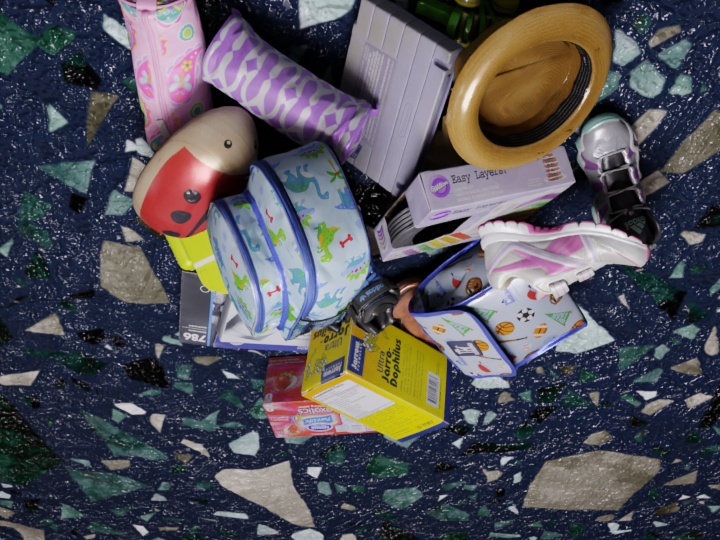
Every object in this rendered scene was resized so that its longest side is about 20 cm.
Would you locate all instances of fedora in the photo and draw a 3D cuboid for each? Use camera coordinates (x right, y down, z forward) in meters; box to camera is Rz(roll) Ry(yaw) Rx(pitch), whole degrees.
[{"bbox_3d":[0.162,-0.198,0.797,0.197,0.082,0.203,-19,139,-18],"label":"fedora"}]

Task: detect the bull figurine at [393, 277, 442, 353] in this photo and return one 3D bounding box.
[{"bbox_3d":[0.083,0.084,1.172,0.119,0.066,0.201,-12,134,16],"label":"bull figurine"}]

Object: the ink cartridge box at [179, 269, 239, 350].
[{"bbox_3d":[-0.225,0.065,1.186,0.097,0.040,0.202,8,136,-7],"label":"ink cartridge box"}]

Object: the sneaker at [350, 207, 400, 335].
[{"bbox_3d":[0.001,-0.001,0.983,0.076,0.111,0.202,-29,139,-19],"label":"sneaker"}]

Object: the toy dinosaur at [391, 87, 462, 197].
[{"bbox_3d":[0.081,-0.147,0.910,0.198,0.058,0.103,-16,92,44],"label":"toy dinosaur"}]

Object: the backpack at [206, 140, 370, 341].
[{"bbox_3d":[-0.079,-0.026,0.838,0.145,0.186,0.200,-20,166,-24],"label":"backpack"}]

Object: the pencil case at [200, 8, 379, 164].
[{"bbox_3d":[-0.076,-0.195,0.847,0.198,0.086,0.084,32,175,-6],"label":"pencil case"}]

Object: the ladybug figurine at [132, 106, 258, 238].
[{"bbox_3d":[-0.184,-0.102,0.890,0.135,0.073,0.200,-15,158,-49],"label":"ladybug figurine"}]

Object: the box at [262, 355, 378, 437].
[{"bbox_3d":[-0.053,0.203,1.275,0.196,0.097,0.101,-5,135,8],"label":"box"}]

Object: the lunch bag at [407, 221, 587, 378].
[{"bbox_3d":[0.186,0.053,1.079,0.198,0.125,0.170,-32,125,16],"label":"lunch bag"}]

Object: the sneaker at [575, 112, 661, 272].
[{"bbox_3d":[0.324,-0.082,0.940,0.077,0.141,0.201,-21,133,12],"label":"sneaker"}]

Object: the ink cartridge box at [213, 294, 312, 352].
[{"bbox_3d":[-0.107,0.070,1.152,0.196,0.041,0.202,5,135,-20],"label":"ink cartridge box"}]

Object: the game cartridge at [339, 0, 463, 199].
[{"bbox_3d":[0.033,-0.192,0.875,0.129,0.038,0.202,41,139,22],"label":"game cartridge"}]

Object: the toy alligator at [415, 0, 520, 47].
[{"bbox_3d":[0.156,-0.259,0.834,0.196,0.055,0.060,8,136,-6],"label":"toy alligator"}]

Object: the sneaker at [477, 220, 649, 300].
[{"bbox_3d":[0.236,-0.009,0.914,0.196,0.090,0.081,2,176,22],"label":"sneaker"}]

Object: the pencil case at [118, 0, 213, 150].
[{"bbox_3d":[-0.212,-0.222,0.864,0.085,0.088,0.202,2,134,0],"label":"pencil case"}]

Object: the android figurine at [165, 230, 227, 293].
[{"bbox_3d":[-0.171,-0.056,0.997,0.180,0.041,0.203,-24,99,21],"label":"android figurine"}]

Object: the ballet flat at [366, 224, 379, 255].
[{"bbox_3d":[-0.059,-0.039,1.053,0.196,0.068,0.069,14,136,-12],"label":"ballet flat"}]

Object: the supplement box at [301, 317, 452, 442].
[{"bbox_3d":[0.028,0.154,1.131,0.198,0.111,0.108,30,139,-29],"label":"supplement box"}]

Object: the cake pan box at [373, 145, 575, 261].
[{"bbox_3d":[0.125,-0.076,0.920,0.196,0.053,0.184,-13,166,-20],"label":"cake pan box"}]
